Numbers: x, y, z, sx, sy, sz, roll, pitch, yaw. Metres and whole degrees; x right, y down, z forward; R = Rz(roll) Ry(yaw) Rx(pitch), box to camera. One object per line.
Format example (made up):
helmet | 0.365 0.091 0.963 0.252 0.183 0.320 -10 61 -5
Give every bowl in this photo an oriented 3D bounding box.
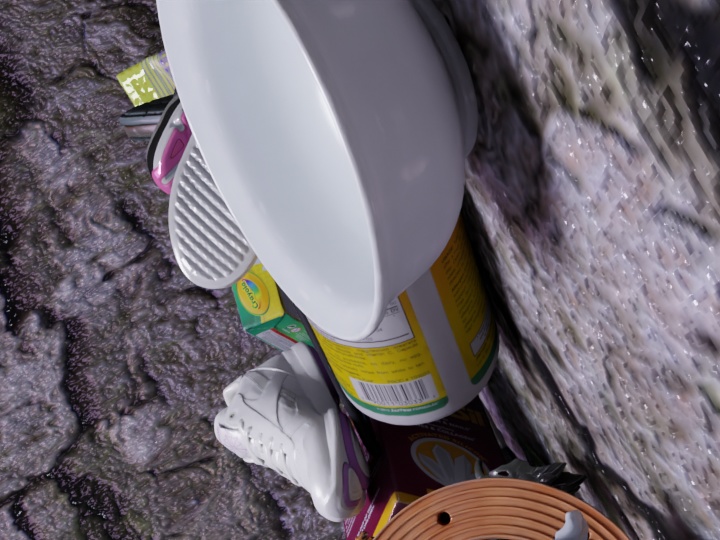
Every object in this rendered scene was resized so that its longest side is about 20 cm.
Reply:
bowl | -0.009 -0.076 0.538 0.201 0.090 0.201 52 158 31

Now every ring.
ring | 0.085 0.224 0.691 0.201 0.200 0.019 62 -170 12

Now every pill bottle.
pill bottle | 0.012 -0.005 0.711 0.113 0.113 0.200 59 175 45

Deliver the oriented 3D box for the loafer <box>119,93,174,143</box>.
loafer | -0.103 -0.115 0.933 0.072 0.200 0.063 -48 -53 -55

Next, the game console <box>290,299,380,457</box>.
game console | 0.000 0.000 0.861 0.116 0.176 0.200 19 142 45

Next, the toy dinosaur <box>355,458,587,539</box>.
toy dinosaur | 0.095 0.196 0.736 0.200 0.136 0.102 22 153 3

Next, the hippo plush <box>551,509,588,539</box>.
hippo plush | 0.112 0.191 0.569 0.159 0.200 0.161 -48 -37 -55

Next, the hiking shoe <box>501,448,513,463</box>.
hiking shoe | 0.098 0.208 1.089 0.076 0.101 0.200 63 176 -12

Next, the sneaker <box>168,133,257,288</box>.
sneaker | -0.071 -0.082 0.770 0.082 0.074 0.200 40 -120 -74

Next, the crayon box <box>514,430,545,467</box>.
crayon box | 0.155 0.238 0.905 0.200 0.052 0.126 65 176 -16

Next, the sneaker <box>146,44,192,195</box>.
sneaker | -0.108 -0.135 0.851 0.087 0.200 0.074 1 147 38

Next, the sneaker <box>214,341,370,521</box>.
sneaker | -0.053 0.130 0.868 0.200 0.100 0.075 -123 13 -63

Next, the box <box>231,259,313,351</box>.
box | -0.091 -0.028 1.082 0.117 0.048 0.200 40 -149 -63

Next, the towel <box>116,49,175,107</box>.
towel | -0.105 -0.135 0.978 0.023 0.200 0.144 -37 -71 -57

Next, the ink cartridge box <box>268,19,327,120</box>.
ink cartridge box | -0.052 -0.185 0.686 0.200 0.047 0.160 -122 13 -71

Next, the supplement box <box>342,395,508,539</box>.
supplement box | 0.049 0.165 0.907 0.200 0.110 0.086 -106 35 -65
